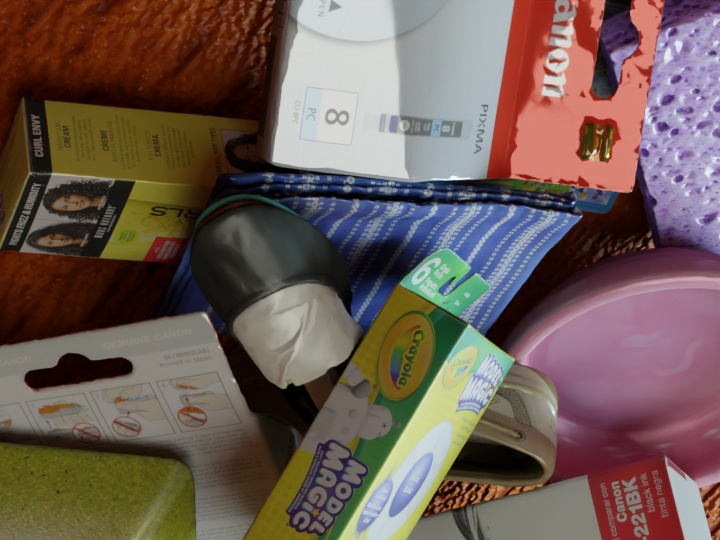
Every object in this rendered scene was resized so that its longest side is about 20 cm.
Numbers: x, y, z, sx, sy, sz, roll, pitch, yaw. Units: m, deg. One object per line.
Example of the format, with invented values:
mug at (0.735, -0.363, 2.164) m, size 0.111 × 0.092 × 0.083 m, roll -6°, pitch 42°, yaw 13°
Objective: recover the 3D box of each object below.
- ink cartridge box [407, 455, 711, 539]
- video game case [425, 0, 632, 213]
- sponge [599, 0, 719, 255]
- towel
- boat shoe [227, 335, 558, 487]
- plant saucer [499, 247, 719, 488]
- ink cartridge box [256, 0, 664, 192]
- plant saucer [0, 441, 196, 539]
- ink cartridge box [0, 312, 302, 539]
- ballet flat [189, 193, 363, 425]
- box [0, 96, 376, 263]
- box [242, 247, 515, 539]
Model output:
ink cartridge box at (0.101, 0.179, 1.115) m, size 0.200 × 0.084 × 0.144 m, roll -17°, pitch 163°, yaw 13°
video game case at (0.110, -0.128, 1.023) m, size 0.143 × 0.018 × 0.200 m, roll 8°, pitch 119°, yaw -26°
sponge at (0.204, -0.078, 1.055) m, size 0.111 × 0.030 × 0.200 m, roll -21°, pitch 136°, yaw 3°
towel at (0.000, 0.000, 0.996) m, size 0.200 × 0.024 × 0.145 m, roll 3°, pitch 148°, yaw -22°
boat shoe at (0.011, 0.085, 1.069) m, size 0.200 × 0.065 × 0.072 m, roll 6°, pitch 134°, yaw 0°
plant saucer at (0.172, 0.055, 1.124) m, size 0.200 × 0.051 × 0.201 m, roll -3°, pitch 136°, yaw -3°
ink cartridge box at (0.058, -0.121, 0.939) m, size 0.200 × 0.047 × 0.160 m, roll 6°, pitch 101°, yaw -11°
plant saucer at (-0.189, 0.176, 1.033) m, size 0.199 × 0.048 × 0.200 m, roll 5°, pitch 132°, yaw 4°
ink cartridge box at (-0.118, 0.095, 1.027) m, size 0.160 × 0.047 × 0.200 m, roll -10°, pitch 128°, yaw 16°
ballet flat at (-0.026, 0.031, 0.953) m, size 0.068 × 0.068 × 0.200 m, roll -27°, pitch 152°, yaw 3°
box at (-0.082, -0.040, 0.975) m, size 0.200 × 0.050 × 0.075 m, roll 4°, pitch 145°, yaw -25°
box at (0.013, 0.088, 0.966) m, size 0.200 × 0.048 × 0.117 m, roll -61°, pitch 160°, yaw -2°
